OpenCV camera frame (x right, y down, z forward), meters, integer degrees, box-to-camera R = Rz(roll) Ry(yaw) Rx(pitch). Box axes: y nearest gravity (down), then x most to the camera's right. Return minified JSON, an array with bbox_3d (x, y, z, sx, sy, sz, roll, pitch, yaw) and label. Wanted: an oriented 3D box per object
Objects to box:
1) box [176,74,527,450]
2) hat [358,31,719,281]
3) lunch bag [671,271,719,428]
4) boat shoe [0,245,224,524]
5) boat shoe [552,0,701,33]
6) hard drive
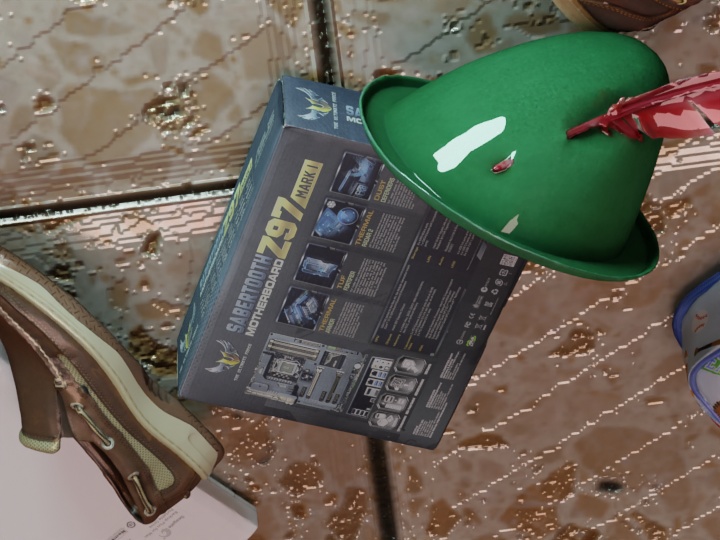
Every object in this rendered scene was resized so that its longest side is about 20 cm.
[{"bbox_3d":[0.000,0.000,1.373,0.157,0.051,0.200,12,126,-15],"label":"box"},{"bbox_3d":[0.125,-0.108,1.239,0.200,0.166,0.176,16,119,-28],"label":"hat"},{"bbox_3d":[0.288,0.057,1.433,0.160,0.076,0.200,-38,121,19],"label":"lunch bag"},{"bbox_3d":[-0.160,0.069,1.379,0.075,0.075,0.202,-49,119,-11],"label":"boat shoe"},{"bbox_3d":[0.095,-0.188,1.216,0.070,0.071,0.200,-11,144,43],"label":"boat shoe"},{"bbox_3d":[-0.178,0.135,1.475,0.132,0.026,0.200,-40,121,23],"label":"hard drive"}]
